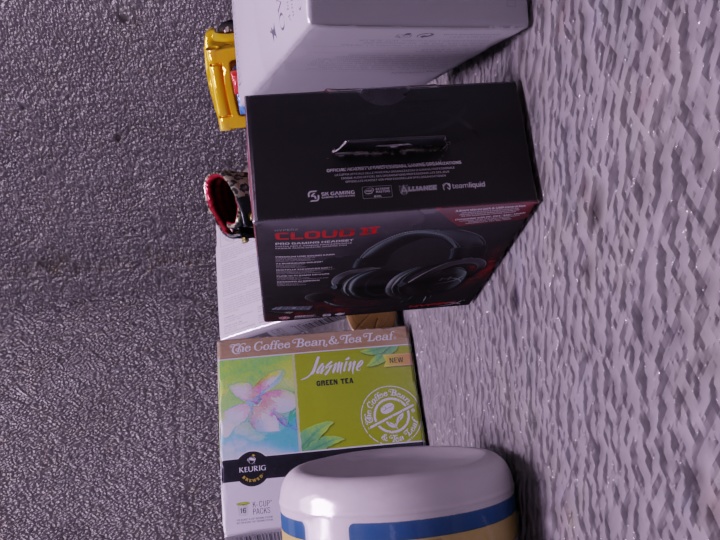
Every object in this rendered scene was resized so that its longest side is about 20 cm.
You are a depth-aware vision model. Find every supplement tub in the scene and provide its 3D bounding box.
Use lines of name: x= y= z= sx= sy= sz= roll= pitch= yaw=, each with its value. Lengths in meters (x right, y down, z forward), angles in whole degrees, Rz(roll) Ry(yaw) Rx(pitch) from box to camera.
supplement tub: x=0.028 y=0.215 z=0.511 sx=0.145 sy=0.144 sz=0.201 roll=140 pitch=126 yaw=-82

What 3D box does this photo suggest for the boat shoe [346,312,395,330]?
boat shoe: x=0.000 y=0.000 z=0.974 sx=0.069 sy=0.070 sz=0.201 roll=84 pitch=180 yaw=-62

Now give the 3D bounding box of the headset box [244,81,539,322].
headset box: x=0.009 y=-0.037 z=0.506 sx=0.200 sy=0.148 sz=0.078 roll=106 pitch=158 yaw=-71

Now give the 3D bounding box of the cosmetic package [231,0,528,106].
cosmetic package: x=-0.007 y=-0.215 z=0.501 sx=0.200 sy=0.122 sz=0.200 roll=177 pitch=89 yaw=-74

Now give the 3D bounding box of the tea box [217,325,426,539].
tea box: x=-0.041 y=0.177 z=0.870 sx=0.134 sy=0.199 sz=0.198 roll=96 pitch=167 yaw=-61

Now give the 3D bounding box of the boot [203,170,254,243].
boot: x=-0.058 y=-0.036 z=0.871 sx=0.204 sy=0.153 sz=0.074 roll=54 pitch=132 yaw=30

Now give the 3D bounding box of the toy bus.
toy bus: x=-0.093 y=-0.238 z=1.031 sx=0.192 sy=0.199 sz=0.136 roll=-105 pitch=7 yaw=-69

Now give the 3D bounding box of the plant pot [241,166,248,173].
plant pot: x=-0.064 y=-0.039 z=1.134 sx=0.200 sy=0.199 sz=0.174 roll=94 pitch=153 yaw=-51

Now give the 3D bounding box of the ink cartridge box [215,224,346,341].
ink cartridge box: x=-0.101 y=-0.016 z=1.045 sx=0.050 sy=0.162 sz=0.201 roll=44 pitch=-146 yaw=-54

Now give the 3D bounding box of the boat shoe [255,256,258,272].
boat shoe: x=-0.080 y=-0.057 z=0.983 sx=0.073 sy=0.065 sz=0.201 roll=-28 pitch=59 yaw=40
